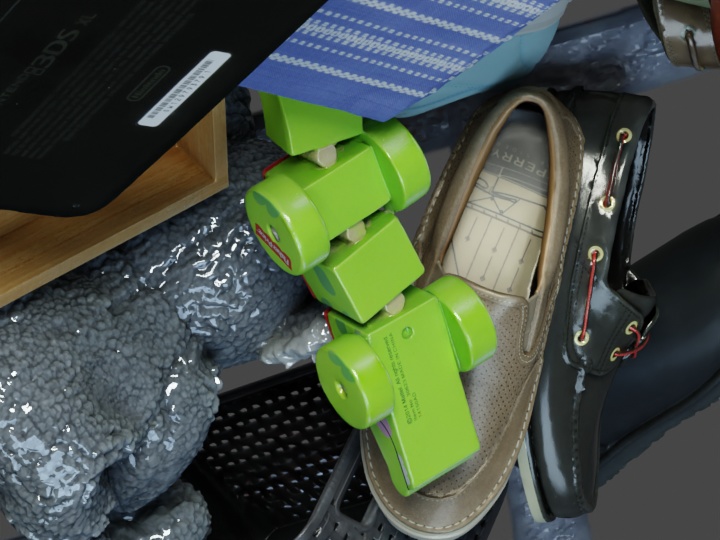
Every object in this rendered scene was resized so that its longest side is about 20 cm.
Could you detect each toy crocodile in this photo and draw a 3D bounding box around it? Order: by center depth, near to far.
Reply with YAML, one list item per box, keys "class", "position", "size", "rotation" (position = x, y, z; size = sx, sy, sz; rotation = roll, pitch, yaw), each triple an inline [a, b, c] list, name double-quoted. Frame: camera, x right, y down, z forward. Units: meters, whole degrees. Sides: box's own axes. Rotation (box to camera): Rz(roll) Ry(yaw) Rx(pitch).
- class: "toy crocodile"
  position: [0.000, 0.000, 1.062]
  size: [0.067, 0.062, 0.201]
  rotation: [-33, 119, -20]

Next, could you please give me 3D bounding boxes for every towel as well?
- class: "towel"
  position: [0.018, -0.114, 0.905]
  size: [0.144, 0.024, 0.200]
  rotation: [10, 149, -40]

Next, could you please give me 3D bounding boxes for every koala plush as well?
- class: "koala plush"
  position: [-0.088, 0.017, 1.131]
  size: [0.200, 0.178, 0.184]
  rotation: [-37, 168, -6]

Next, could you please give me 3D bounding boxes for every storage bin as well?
- class: "storage bin"
  position: [-0.044, 0.130, 1.248]
  size: [0.199, 0.136, 0.094]
  rotation: [-21, 121, 42]

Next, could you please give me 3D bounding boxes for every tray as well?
- class: "tray"
  position: [-0.141, -0.034, 1.004]
  size: [0.199, 0.037, 0.099]
  rotation: [-29, 142, -26]

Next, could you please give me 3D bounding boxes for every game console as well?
- class: "game console"
  position: [-0.120, -0.118, 0.871]
  size: [0.175, 0.117, 0.200]
  rotation: [7, 150, -36]

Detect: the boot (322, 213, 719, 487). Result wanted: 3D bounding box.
- class: "boot"
  position: [0.091, 0.035, 1.298]
  size: [0.167, 0.077, 0.200]
  rotation: [10, 138, -34]

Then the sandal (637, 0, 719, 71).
- class: "sandal"
  position: [0.136, -0.123, 1.147]
  size: [0.200, 0.080, 0.057]
  rotation: [21, 121, -25]

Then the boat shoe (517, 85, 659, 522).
- class: "boat shoe"
  position: [0.103, 0.018, 1.215]
  size: [0.063, 0.074, 0.203]
  rotation: [4, 97, 13]

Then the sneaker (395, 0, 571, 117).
- class: "sneaker"
  position: [-0.003, -0.091, 1.120]
  size: [0.199, 0.074, 0.082]
  rotation: [-5, 135, -23]

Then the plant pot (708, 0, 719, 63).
- class: "plant pot"
  position: [0.207, -0.156, 1.044]
  size: [0.199, 0.196, 0.201]
  rotation: [-10, 139, -9]

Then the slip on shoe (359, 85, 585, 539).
- class: "slip on shoe"
  position: [0.050, 0.017, 1.144]
  size: [0.076, 0.201, 0.061]
  rotation: [20, 174, 3]
